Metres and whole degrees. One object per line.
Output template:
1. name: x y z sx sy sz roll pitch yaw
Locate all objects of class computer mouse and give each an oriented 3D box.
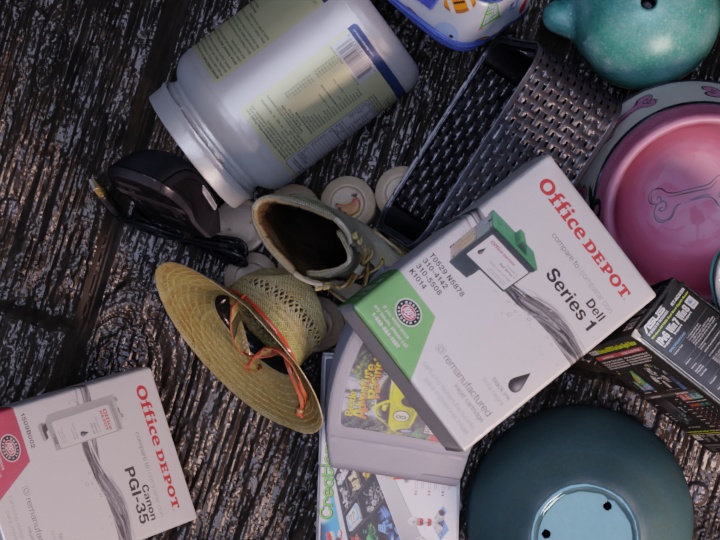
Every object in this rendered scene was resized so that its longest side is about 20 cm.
1. computer mouse: -0.177 -0.070 1.586 0.140 0.200 0.046 19 77 24

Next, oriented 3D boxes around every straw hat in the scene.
1. straw hat: -0.077 0.043 1.598 0.201 0.201 0.085 46 68 3

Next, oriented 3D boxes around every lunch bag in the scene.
1. lunch bag: 0.053 -0.279 1.581 0.200 0.160 0.076 39 132 9

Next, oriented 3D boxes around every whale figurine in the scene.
1. whale figurine: 0.227 -0.254 1.597 0.159 0.104 0.200 -27 86 4

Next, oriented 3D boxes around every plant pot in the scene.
1. plant pot: 0.188 0.218 1.583 0.200 0.135 0.200 0 89 5

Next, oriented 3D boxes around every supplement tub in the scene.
1. supplement tub: -0.066 -0.162 1.599 0.200 0.145 0.145 -37 87 4

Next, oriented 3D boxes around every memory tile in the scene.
1. memory tile: -0.025 -0.006 1.660 0.200 0.017 0.153 -11 89 5

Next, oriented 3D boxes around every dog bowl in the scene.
1. dog bowl: 0.283 -0.059 1.580 0.200 0.074 0.200 -1 106 -2

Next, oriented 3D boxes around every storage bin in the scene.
1. storage bin: 0.116 -0.088 1.577 0.094 0.135 0.200 33 91 -17

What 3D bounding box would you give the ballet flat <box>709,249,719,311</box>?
1. ballet flat: 0.347 0.047 1.551 0.069 0.200 0.069 -14 48 16

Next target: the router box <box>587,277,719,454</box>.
1. router box: 0.276 0.082 1.540 0.150 0.200 0.062 38 82 -1

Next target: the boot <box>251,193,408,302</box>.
1. boot: 0.000 0.000 1.571 0.200 0.155 0.072 34 93 5

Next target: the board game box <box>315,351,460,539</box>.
1. board game box: 0.025 0.173 1.642 0.126 0.035 0.200 2 90 0

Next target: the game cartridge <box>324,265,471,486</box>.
1. game cartridge: 0.041 0.092 1.554 0.133 0.041 0.200 11 122 -5

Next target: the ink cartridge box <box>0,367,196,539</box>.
1. ink cartridge box: -0.254 0.176 1.582 0.083 0.200 0.147 -19 88 44

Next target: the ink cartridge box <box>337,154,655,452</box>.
1. ink cartridge box: 0.107 0.024 1.457 0.200 0.084 0.146 -38 92 -9
